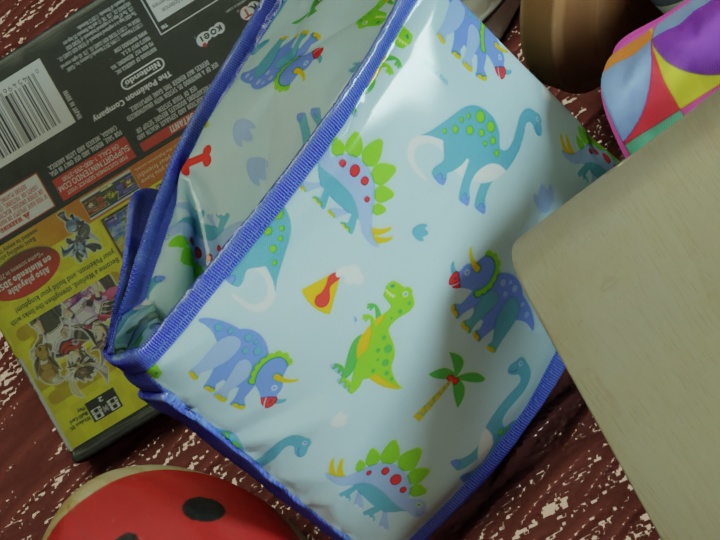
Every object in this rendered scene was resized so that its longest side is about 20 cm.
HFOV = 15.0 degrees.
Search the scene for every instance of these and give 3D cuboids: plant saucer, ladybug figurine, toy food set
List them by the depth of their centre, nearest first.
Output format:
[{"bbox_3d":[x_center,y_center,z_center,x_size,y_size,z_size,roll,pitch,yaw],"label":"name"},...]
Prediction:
[{"bbox_3d":[0.161,0.028,1.049,0.143,0.060,0.201,-36,70,21],"label":"toy food set"},{"bbox_3d":[-0.078,0.149,1.149,0.135,0.072,0.200,-36,41,-6],"label":"ladybug figurine"},{"bbox_3d":[0.130,-0.170,1.201,0.032,0.201,0.201,24,68,18],"label":"plant saucer"}]

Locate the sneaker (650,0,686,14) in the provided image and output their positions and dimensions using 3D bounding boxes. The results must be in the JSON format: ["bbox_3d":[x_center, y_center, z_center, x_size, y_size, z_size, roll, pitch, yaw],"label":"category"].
[{"bbox_3d":[0.201,-0.142,1.227,0.070,0.082,0.200,-17,22,51],"label":"sneaker"}]

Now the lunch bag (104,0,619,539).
[{"bbox_3d":[0.000,0.000,1.144,0.127,0.170,0.201,-1,56,52],"label":"lunch bag"}]

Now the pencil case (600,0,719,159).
[{"bbox_3d":[0.190,-0.102,1.097,0.200,0.088,0.089,-35,42,22],"label":"pencil case"}]

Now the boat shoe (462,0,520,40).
[{"bbox_3d":[0.057,-0.170,1.336,0.073,0.065,0.200,23,70,43],"label":"boat shoe"}]

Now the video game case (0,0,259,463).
[{"bbox_3d":[-0.092,-0.038,1.273,0.199,0.025,0.181,-31,86,8],"label":"video game case"}]
